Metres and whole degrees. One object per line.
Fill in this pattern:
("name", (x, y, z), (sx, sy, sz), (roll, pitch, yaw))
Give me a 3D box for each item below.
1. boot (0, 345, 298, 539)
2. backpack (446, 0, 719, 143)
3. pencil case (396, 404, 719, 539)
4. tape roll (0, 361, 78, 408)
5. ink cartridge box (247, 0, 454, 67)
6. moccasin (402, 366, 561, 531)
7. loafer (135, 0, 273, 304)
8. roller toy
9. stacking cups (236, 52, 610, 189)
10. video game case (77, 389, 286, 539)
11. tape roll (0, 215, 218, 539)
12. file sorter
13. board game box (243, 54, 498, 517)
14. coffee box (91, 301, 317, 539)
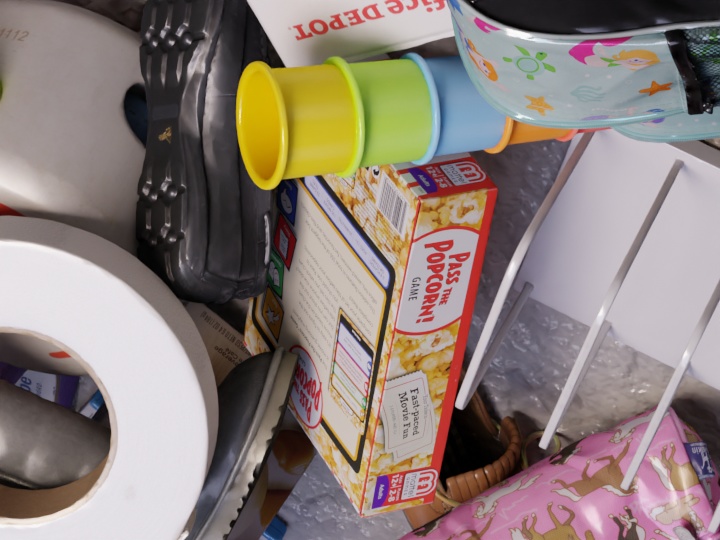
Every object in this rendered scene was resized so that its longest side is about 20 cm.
("boot", (-0.151, 0.081, 1.548), (0.199, 0.073, 0.182), (28, 104, 0))
("backpack", (0.130, -0.144, 1.282), (0.199, 0.178, 0.151), (-8, 149, 3))
("pencil case", (0.099, 0.148, 1.582), (0.199, 0.087, 0.083), (-27, 101, 3))
("tape roll", (-0.230, 0.100, 1.708), (0.065, 0.200, 0.201), (22, 136, 9))
("ink cartridge box", (-0.009, -0.206, 1.394), (0.144, 0.084, 0.200), (-11, 121, 36))
("moccasin", (0.061, 0.106, 1.649), (0.078, 0.074, 0.202), (-12, 112, 46))
("loafer", (-0.070, -0.084, 1.504), (0.068, 0.070, 0.202), (-1, 86, 51))
("roller toy", (-0.166, -0.046, 1.586), (0.182, 0.140, 0.200), (26, 146, 1))
("stacking cups", (0.042, -0.074, 1.421), (0.199, 0.061, 0.061), (-5, 142, -24))
("video game case", (-0.149, 0.166, 1.853), (0.143, 0.018, 0.200), (37, 136, -6))
("tape roll", (-0.169, 0.072, 1.490), (0.202, 0.037, 0.204), (2, 111, 5))
("file sorter", (0.166, 0.037, 1.485), (0.199, 0.125, 0.139), (26, 137, 6))
("board game box", (0.000, 0.000, 1.520), (0.152, 0.046, 0.201), (54, 144, 43))
("coffee box", (-0.114, 0.132, 1.662), (0.114, 0.200, 0.080), (38, 153, -7))
